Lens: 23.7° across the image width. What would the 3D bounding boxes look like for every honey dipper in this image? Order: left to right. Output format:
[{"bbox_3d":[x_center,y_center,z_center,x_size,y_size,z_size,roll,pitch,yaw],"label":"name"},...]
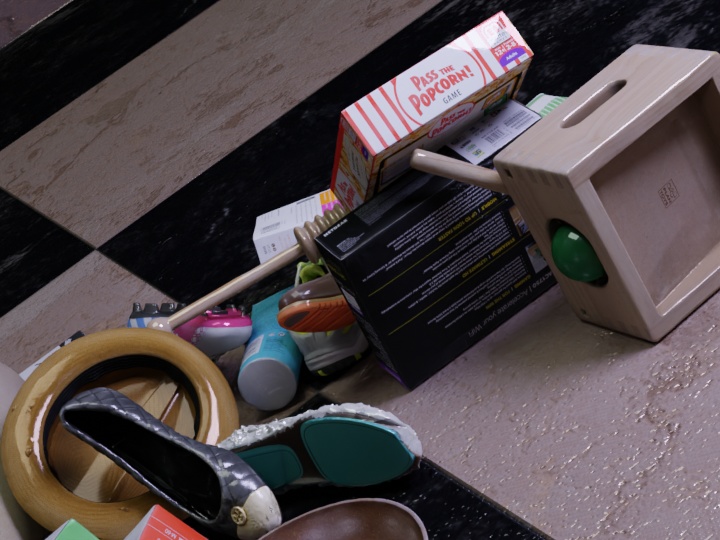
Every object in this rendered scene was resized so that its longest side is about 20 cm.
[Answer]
[{"bbox_3d":[-0.095,0.008,1.473,0.200,0.038,0.038,-31,23,-5],"label":"honey dipper"}]

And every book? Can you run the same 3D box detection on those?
[{"bbox_3d":[0.002,-0.057,1.566,0.200,0.048,0.134,-17,9,2],"label":"book"}]

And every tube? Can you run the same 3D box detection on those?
[{"bbox_3d":[-0.075,0.057,1.543,0.077,0.050,0.200,-20,21,12],"label":"tube"}]

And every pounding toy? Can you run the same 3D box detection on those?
[{"bbox_3d":[0.182,-0.062,1.294,0.200,0.184,0.142,-38,24,-17],"label":"pounding toy"}]

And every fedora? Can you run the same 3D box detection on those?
[{"bbox_3d":[-0.196,0.145,1.415,0.200,0.082,0.201,3,59,-4],"label":"fedora"}]

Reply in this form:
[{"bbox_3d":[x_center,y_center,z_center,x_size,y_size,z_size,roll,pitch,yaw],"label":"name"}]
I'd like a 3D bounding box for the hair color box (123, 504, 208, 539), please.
[{"bbox_3d":[-0.174,0.268,1.170,0.111,0.064,0.200,-47,13,33],"label":"hair color box"}]

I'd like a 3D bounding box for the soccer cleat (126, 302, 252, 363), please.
[{"bbox_3d":[-0.154,0.073,1.562,0.070,0.086,0.200,-1,1,-30],"label":"soccer cleat"}]

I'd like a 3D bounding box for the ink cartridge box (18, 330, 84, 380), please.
[{"bbox_3d":[-0.271,0.125,1.638,0.094,0.044,0.200,-37,24,-9],"label":"ink cartridge box"}]

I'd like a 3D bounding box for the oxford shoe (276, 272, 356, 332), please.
[{"bbox_3d":[0.000,0.000,1.439,0.200,0.073,0.071,-17,-12,-43],"label":"oxford shoe"}]

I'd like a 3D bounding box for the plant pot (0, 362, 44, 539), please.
[{"bbox_3d":[-0.338,0.200,1.437,0.187,0.187,0.200,-32,39,-3],"label":"plant pot"}]

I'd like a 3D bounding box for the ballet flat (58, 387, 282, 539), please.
[{"bbox_3d":[-0.148,0.155,1.319,0.200,0.067,0.057,27,21,21],"label":"ballet flat"}]

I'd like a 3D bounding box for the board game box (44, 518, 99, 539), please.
[{"bbox_3d":[-0.272,0.283,1.236,0.200,0.040,0.153,-54,8,-32],"label":"board game box"}]

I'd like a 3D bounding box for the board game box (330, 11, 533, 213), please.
[{"bbox_3d":[0.053,-0.116,1.383,0.151,0.046,0.200,-33,-10,-11],"label":"board game box"}]

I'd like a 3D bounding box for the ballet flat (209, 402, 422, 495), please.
[{"bbox_3d":[-0.033,0.129,1.315,0.200,0.072,0.072,-12,30,34],"label":"ballet flat"}]

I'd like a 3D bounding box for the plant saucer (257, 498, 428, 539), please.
[{"bbox_3d":[-0.036,0.234,1.156,0.200,0.035,0.200,-25,23,12],"label":"plant saucer"}]

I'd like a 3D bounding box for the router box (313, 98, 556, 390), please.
[{"bbox_3d":[0.079,-0.020,1.372,0.200,0.149,0.051,-35,37,-11],"label":"router box"}]

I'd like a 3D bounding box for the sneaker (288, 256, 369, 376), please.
[{"bbox_3d":[-0.014,0.009,1.523,0.075,0.076,0.200,-22,23,23],"label":"sneaker"}]

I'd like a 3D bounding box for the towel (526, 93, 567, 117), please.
[{"bbox_3d":[0.184,-0.117,1.604,0.153,0.023,0.200,-40,25,-21],"label":"towel"}]
